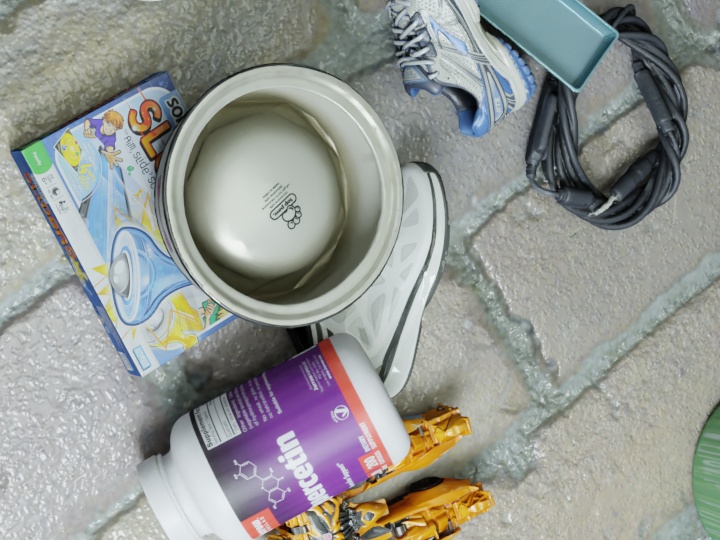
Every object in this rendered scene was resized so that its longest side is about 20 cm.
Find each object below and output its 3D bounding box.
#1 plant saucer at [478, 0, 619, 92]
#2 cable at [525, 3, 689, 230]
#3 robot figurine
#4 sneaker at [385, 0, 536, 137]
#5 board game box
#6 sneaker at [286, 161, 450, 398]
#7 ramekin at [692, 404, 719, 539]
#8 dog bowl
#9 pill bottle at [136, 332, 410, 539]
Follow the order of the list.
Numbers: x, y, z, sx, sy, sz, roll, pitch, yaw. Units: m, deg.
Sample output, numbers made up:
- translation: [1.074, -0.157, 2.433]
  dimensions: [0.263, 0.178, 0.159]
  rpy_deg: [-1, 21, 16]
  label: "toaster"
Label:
- translation: [0.126, -0.237, 1.419]
  dimensions: [0.200, 0.019, 0.070]
  rpy_deg: [38, 75, -8]
  label: "plant saucer"
- translation: [0.233, -0.140, 1.488]
  dimensions: [0.163, 0.051, 0.200]
  rpy_deg: [18, 83, -25]
  label: "cable"
- translation: [0.010, 0.194, 1.384]
  dimensions: [0.200, 0.058, 0.145]
  rpy_deg: [-23, 101, -25]
  label: "robot figurine"
- translation: [0.063, -0.191, 1.386]
  dimensions: [0.200, 0.077, 0.085]
  rpy_deg: [45, 77, -21]
  label: "sneaker"
- translation: [-0.166, -0.036, 1.295]
  dimensions: [0.135, 0.034, 0.200]
  rpy_deg: [-33, 106, -22]
  label: "board game box"
- translation: [0.000, 0.000, 1.360]
  dimensions: [0.115, 0.076, 0.201]
  rpy_deg: [13, 89, -29]
  label: "sneaker"
- translation: [0.412, 0.197, 1.571]
  dimensions: [0.200, 0.098, 0.201]
  rpy_deg: [-2, 93, -27]
  label: "ramekin"
- translation: [-0.070, -0.058, 1.281]
  dimensions: [0.200, 0.074, 0.201]
  rpy_deg: [0, 91, -27]
  label: "dog bowl"
- translation: [-0.069, 0.139, 1.294]
  dimensions: [0.200, 0.112, 0.113]
  rpy_deg: [-28, 106, -2]
  label: "pill bottle"
